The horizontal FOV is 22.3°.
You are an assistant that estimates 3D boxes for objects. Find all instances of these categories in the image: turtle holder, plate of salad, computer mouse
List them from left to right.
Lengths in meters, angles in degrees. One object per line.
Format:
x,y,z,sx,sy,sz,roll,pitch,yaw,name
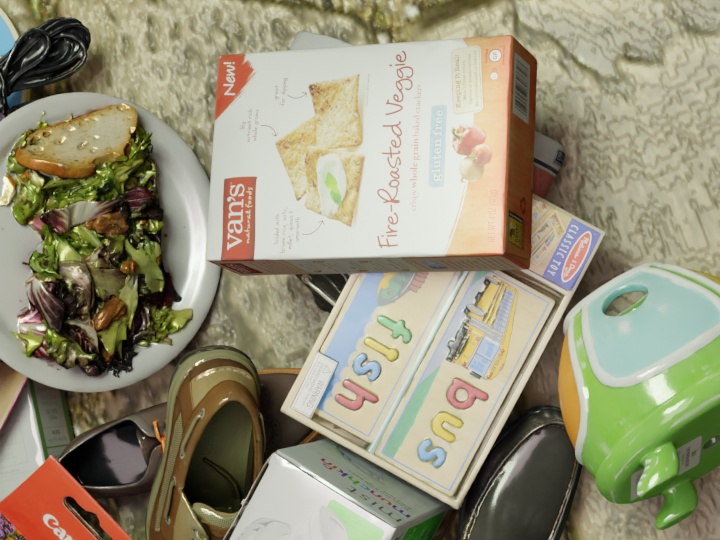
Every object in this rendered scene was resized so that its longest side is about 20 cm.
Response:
-0.208,-0.061,1.260,0.138,0.053,0.201,-37,107,-28,computer mouse
-0.176,-0.019,1.219,0.048,0.199,0.202,-4,88,58,plate of salad
0.205,0.056,1.122,0.185,0.141,0.132,-42,62,21,turtle holder

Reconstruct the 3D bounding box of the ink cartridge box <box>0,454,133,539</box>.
-0.245,0.228,1.258,0.109,0.050,0.200,46,117,-5,ink cartridge box

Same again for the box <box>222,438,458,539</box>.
-0.038,0.214,1.169,0.096,0.176,0.201,30,97,14,box

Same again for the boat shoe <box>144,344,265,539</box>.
-0.099,0.151,1.191,0.075,0.074,0.201,-3,113,-15,boat shoe

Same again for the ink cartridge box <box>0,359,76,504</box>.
-0.273,0.068,1.298,0.103,0.059,0.201,-15,85,15,ink cartridge box

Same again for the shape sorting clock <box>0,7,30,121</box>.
-0.326,-0.116,1.296,0.199,0.039,0.201,-8,68,19,shape sorting clock

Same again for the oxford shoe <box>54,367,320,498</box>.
-0.114,0.117,1.245,0.199,0.072,0.072,-21,84,15,oxford shoe

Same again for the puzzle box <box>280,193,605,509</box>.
0.052,0.033,1.159,0.132,0.025,0.201,27,92,4,puzzle box

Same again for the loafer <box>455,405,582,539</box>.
0.092,0.184,1.178,0.072,0.072,0.201,22,99,-8,loafer

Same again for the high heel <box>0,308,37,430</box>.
-0.257,0.118,1.212,0.095,0.067,0.201,-8,61,23,high heel

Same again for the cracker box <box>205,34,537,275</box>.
0.006,-0.068,1.128,0.199,0.058,0.135,-2,79,23,cracker box

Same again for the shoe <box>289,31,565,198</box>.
0.029,-0.081,1.206,0.199,0.071,0.091,26,91,10,shoe

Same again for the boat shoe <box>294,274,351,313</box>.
0.000,0.000,1.223,0.200,0.071,0.064,44,133,4,boat shoe
